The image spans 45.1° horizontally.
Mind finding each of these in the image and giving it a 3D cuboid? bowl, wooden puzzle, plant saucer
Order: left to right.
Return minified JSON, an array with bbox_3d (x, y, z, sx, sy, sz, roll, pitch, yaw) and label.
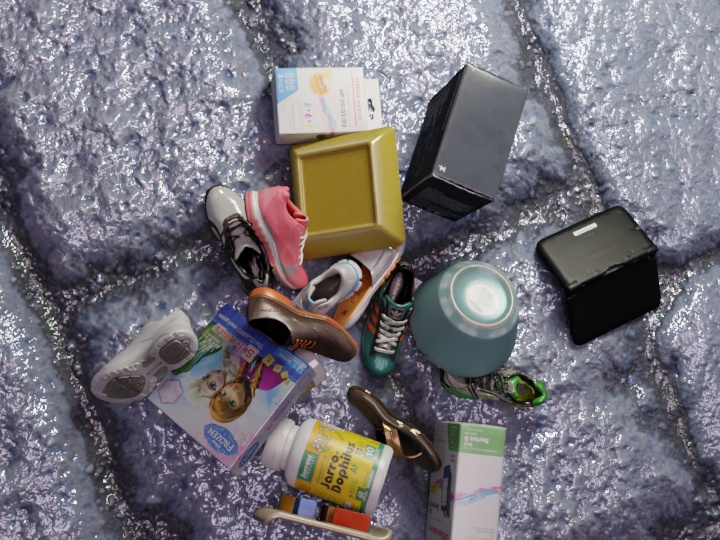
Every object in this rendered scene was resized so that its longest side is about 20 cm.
[{"bbox_3d":[-0.063,0.385,1.360,0.196,0.185,0.047,12,76,-11],"label":"wooden puzzle"},{"bbox_3d":[-0.032,-0.131,1.451,0.196,0.048,0.205,-8,84,20],"label":"plant saucer"},{"bbox_3d":[0.189,0.064,1.463,0.196,0.106,0.204,6,60,-10],"label":"bowl"}]

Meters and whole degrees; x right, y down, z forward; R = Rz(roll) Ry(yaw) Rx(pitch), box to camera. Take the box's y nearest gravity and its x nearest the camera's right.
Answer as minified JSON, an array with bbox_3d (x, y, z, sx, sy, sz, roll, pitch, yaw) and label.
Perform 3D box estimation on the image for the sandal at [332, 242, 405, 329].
[{"bbox_3d":[0.004,0.002,1.469,0.059,0.079,0.209,38,77,-34],"label":"sandal"}]

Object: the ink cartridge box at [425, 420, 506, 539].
[{"bbox_3d":[0.173,0.355,1.434,0.086,0.145,0.205,6,82,-11],"label":"ink cartridge box"}]

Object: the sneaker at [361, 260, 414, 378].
[{"bbox_3d":[0.049,0.082,1.472,0.070,0.080,0.204,12,85,-8],"label":"sneaker"}]

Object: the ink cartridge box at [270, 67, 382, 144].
[{"bbox_3d":[-0.052,-0.287,1.505,0.196,0.068,0.118,-4,84,-13],"label":"ink cartridge box"}]

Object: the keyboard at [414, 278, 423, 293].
[{"bbox_3d":[0.165,0.081,1.536,0.197,0.011,0.057,27,78,-7],"label":"keyboard"}]

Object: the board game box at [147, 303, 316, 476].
[{"bbox_3d":[-0.204,0.184,1.374,0.198,0.041,0.201,31,73,27],"label":"board game box"}]

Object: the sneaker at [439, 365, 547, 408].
[{"bbox_3d":[0.231,0.188,1.499,0.196,0.085,0.080,11,81,-10],"label":"sneaker"}]

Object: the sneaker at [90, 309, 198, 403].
[{"bbox_3d":[-0.346,0.136,1.393,0.198,0.100,0.078,-31,126,6],"label":"sneaker"}]

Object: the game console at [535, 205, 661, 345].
[{"bbox_3d":[0.439,0.006,1.600,0.197,0.117,0.177,-23,58,-14],"label":"game console"}]

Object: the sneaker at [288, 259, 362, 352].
[{"bbox_3d":[-0.085,0.058,1.421,0.075,0.087,0.200,44,101,10],"label":"sneaker"}]

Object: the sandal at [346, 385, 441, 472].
[{"bbox_3d":[0.048,0.273,1.447,0.199,0.082,0.055,42,62,-1],"label":"sandal"}]

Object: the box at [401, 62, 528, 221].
[{"bbox_3d":[0.171,-0.211,1.478,0.122,0.196,0.204,20,80,-8],"label":"box"}]

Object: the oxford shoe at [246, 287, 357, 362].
[{"bbox_3d":[-0.095,0.105,1.368,0.197,0.072,0.073,27,36,-14],"label":"oxford shoe"}]

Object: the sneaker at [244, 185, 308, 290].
[{"bbox_3d":[-0.116,-0.050,1.414,0.085,0.074,0.202,-19,125,9],"label":"sneaker"}]

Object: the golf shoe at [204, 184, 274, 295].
[{"bbox_3d":[-0.195,-0.057,1.434,0.077,0.094,0.203,-28,88,-13],"label":"golf shoe"}]

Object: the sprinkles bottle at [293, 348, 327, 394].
[{"bbox_3d":[-0.149,0.206,1.418,0.199,0.068,0.069,-37,91,-10],"label":"sprinkles bottle"}]

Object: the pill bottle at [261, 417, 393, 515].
[{"bbox_3d":[-0.055,0.307,1.400,0.196,0.113,0.115,19,79,6],"label":"pill bottle"}]
